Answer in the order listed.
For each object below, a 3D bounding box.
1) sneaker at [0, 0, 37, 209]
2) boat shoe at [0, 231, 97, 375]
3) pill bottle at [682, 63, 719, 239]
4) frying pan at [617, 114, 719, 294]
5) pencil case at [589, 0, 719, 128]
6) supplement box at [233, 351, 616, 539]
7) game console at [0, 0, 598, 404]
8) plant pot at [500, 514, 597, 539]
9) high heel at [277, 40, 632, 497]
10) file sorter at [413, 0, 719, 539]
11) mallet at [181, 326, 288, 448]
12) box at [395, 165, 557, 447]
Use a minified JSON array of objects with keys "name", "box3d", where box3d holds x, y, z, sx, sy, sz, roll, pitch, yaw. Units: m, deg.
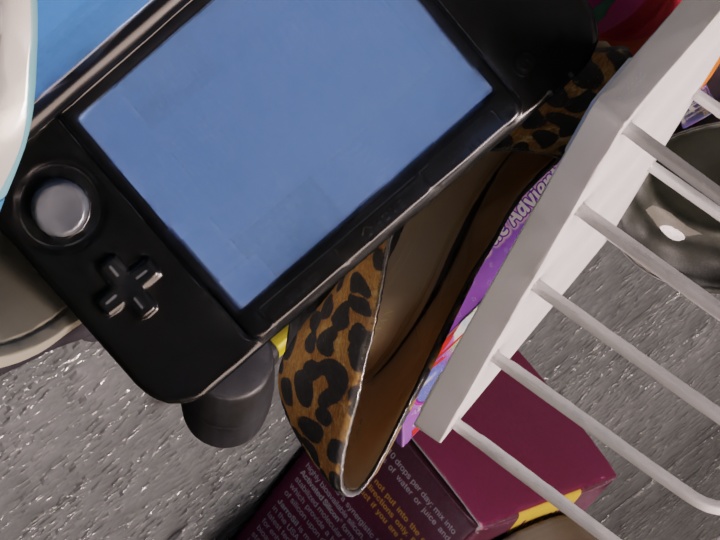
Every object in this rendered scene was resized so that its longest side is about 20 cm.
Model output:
[{"name":"sneaker","box3d":[-0.169,-0.034,0.839,0.130,0.080,0.201,0,120,-31]},{"name":"boat shoe","box3d":[-0.134,0.017,1.026,0.200,0.073,0.063,-21,151,-55]},{"name":"pill bottle","box3d":[0.180,-0.110,1.273,0.113,0.114,0.200,-27,158,-32]},{"name":"frying pan","box3d":[0.198,-0.031,1.254,0.189,0.031,0.115,-1,142,4]},{"name":"pencil case","box3d":[0.086,-0.111,1.138,0.088,0.089,0.200,-41,160,5]},{"name":"supplement box","box3d":[0.017,0.144,1.564,0.131,0.103,0.200,-14,148,-50]},{"name":"game console","box3d":[-0.041,-0.071,0.944,0.200,0.176,0.116,-40,-170,3]},{"name":"plant pot","box3d":[0.089,0.253,1.519,0.200,0.174,0.200,-35,162,-13]},{"name":"high heel","box3d":[0.039,0.000,1.112,0.071,0.144,0.200,9,160,-36]},{"name":"file sorter","box3d":[0.132,-0.004,1.086,0.139,0.124,0.200,-48,170,-38]},{"name":"mallet","box3d":[0.000,0.000,1.310,0.200,0.041,0.066,-40,166,-11]},{"name":"box","box3d":[0.053,0.007,1.347,0.137,0.039,0.200,-45,172,-8]}]
